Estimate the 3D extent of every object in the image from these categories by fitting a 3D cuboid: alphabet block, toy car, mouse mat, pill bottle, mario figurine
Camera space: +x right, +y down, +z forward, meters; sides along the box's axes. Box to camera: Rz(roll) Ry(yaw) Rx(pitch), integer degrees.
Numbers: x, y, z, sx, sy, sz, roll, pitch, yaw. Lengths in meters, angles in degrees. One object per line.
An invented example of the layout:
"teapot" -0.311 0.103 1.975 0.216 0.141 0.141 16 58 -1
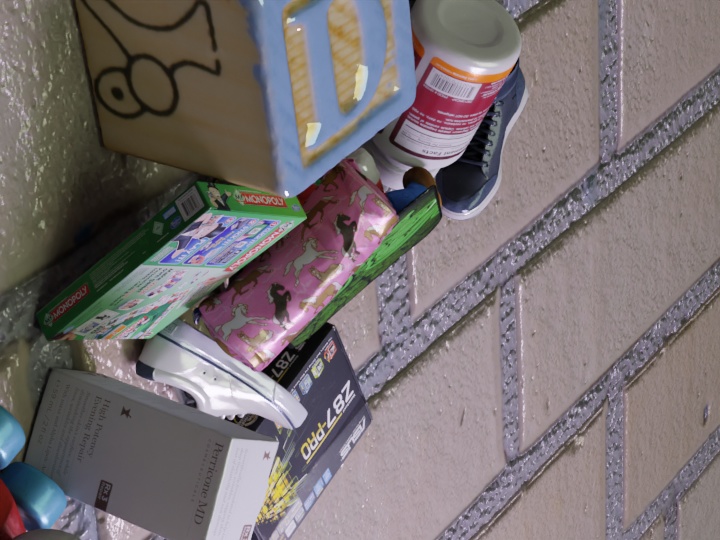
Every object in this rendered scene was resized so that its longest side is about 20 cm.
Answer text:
"alphabet block" -0.092 -0.199 1.420 0.196 0.200 0.196 -39 135 -42
"toy car" -0.269 0.227 1.337 0.184 0.200 0.177 -54 143 -30
"mouse mat" 0.000 0.000 1.636 0.200 0.008 0.161 -42 169 -3
"pill bottle" 0.071 -0.174 1.708 0.113 0.113 0.200 -39 166 -42
"mario figurine" -0.014 -0.065 1.649 0.200 0.106 0.124 -12 113 -54

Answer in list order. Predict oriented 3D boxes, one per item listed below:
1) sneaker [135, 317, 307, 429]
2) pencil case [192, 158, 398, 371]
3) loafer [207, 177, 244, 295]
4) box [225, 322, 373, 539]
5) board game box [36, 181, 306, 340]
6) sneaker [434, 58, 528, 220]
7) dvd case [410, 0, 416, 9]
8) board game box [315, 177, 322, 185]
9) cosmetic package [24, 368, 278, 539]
"sneaker" -0.133 0.108 1.612 0.200 0.073 0.071 36 86 -38
"pencil case" -0.054 -0.006 1.520 0.200 0.087 0.083 -46 179 0
"loafer" -0.103 -0.003 1.601 0.072 0.063 0.200 -15 120 -12
"box" -0.075 0.170 1.755 0.200 0.049 0.161 -53 144 -29
"board game box" -0.157 -0.004 1.445 0.200 0.029 0.135 -37 161 26
"sneaker" 0.121 -0.168 1.865 0.146 0.077 0.203 70 36 -59
"dvd case" 0.023 -0.305 1.675 0.200 0.025 0.151 18 89 -60
"board game box" -0.037 -0.146 1.640 0.126 0.035 0.200 -14 130 -54
"cosmetic package" -0.177 0.157 1.447 0.074 0.200 0.102 13 92 -58
